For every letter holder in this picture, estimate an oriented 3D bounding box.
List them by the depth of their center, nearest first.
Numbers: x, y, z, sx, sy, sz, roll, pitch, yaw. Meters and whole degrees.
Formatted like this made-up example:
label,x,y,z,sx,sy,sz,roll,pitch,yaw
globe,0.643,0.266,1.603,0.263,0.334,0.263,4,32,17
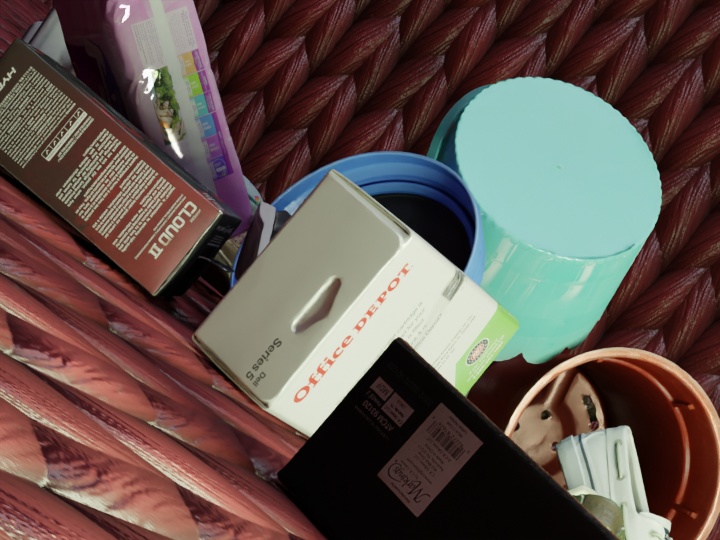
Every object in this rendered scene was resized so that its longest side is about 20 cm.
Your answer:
label,x,y,z,sx,sy,sz,roll,pitch,yaw
letter holder,0.076,0.151,1.200,0.200,0.101,0.142,42,1,44

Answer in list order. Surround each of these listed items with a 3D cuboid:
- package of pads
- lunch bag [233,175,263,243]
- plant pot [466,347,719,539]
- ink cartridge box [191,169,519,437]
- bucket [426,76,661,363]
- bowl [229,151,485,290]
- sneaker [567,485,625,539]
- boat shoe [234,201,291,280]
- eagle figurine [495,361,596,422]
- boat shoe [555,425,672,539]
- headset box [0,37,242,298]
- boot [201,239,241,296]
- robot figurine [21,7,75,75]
label,x,y,z,sx,sy,sz,roll,pitch,yaw
package of pads,-0.152,-0.118,1.689,0.120,0.075,0.202,9,-62,60
lunch bag,-0.190,-0.106,2.134,0.200,0.077,0.160,42,4,37
plant pot,0.176,0.152,1.928,0.200,0.201,0.195,39,-5,-16
ink cartridge box,0.001,0.040,1.520,0.084,0.146,0.200,41,1,31
bucket,0.133,-0.045,1.834,0.207,0.207,0.135,40,-39,9
bowl,0.000,0.000,1.721,0.201,0.200,0.039,42,-12,43
sneaker,0.149,0.197,1.647,0.067,0.090,0.200,41,2,-1
boat shoe,-0.056,0.011,1.625,0.060,0.074,0.200,19,17,-7
eagle figurine,0.303,0.219,3.600,0.150,0.152,0.200,6,34,-49
boat shoe,0.205,0.206,1.752,0.074,0.066,0.201,49,21,-61
headset box,-0.167,-0.059,1.557,0.200,0.075,0.149,40,1,3
boot,-0.046,-0.028,1.878,0.073,0.156,0.200,31,-7,47
robot figurine,-0.200,-0.129,1.913,0.200,0.113,0.169,40,-26,-19
